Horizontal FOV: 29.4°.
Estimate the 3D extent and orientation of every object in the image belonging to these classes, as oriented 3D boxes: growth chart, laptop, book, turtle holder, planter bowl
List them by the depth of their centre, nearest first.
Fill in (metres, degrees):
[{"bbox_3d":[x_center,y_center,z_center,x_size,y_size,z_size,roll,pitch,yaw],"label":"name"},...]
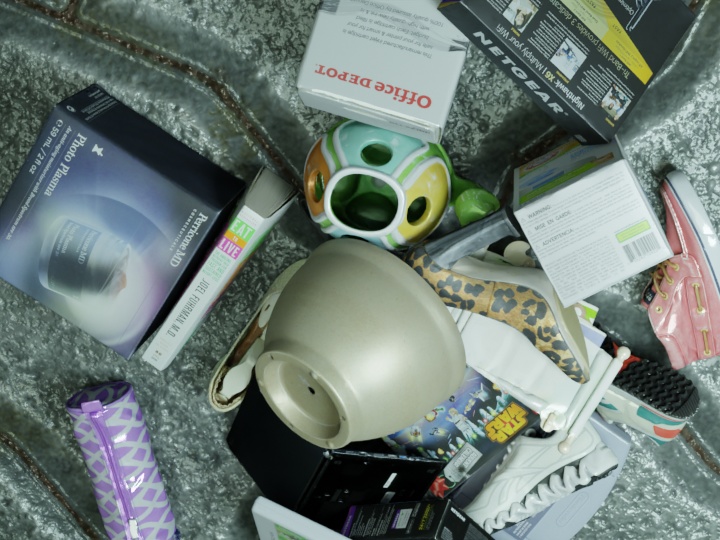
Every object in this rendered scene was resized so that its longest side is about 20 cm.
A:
[{"bbox_3d":[-0.017,0.088,1.337,0.200,0.135,0.200,29,143,26],"label":"planter bowl"},{"bbox_3d":[0.169,0.064,1.356,0.200,0.018,0.145,39,78,3],"label":"growth chart"},{"bbox_3d":[0.030,-0.073,1.364,0.185,0.132,0.141,38,109,-3],"label":"turtle holder"},{"bbox_3d":[-0.149,-0.002,1.418,0.048,0.134,0.200,35,110,-3],"label":"book"},{"bbox_3d":[-0.031,0.197,1.482,0.200,0.103,0.177,7,144,-15],"label":"laptop"}]

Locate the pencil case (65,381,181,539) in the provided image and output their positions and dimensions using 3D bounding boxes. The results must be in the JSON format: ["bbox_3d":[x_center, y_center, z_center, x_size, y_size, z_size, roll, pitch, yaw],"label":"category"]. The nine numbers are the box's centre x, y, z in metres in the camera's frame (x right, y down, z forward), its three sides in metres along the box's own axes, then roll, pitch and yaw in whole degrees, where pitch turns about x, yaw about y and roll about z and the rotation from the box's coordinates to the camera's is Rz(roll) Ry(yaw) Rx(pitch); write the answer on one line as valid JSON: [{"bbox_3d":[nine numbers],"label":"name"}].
[{"bbox_3d":[-0.269,0.224,1.538,0.084,0.086,0.200,-13,104,12],"label":"pencil case"}]

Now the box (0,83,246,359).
[{"bbox_3d":[-0.259,-0.052,1.428,0.198,0.123,0.200,32,111,-3],"label":"box"}]

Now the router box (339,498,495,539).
[{"bbox_3d":[0.094,0.318,1.454,0.149,0.051,0.200,-14,131,45],"label":"router box"}]

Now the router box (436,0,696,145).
[{"bbox_3d":[0.193,-0.237,1.262,0.200,0.052,0.157,40,77,-19],"label":"router box"}]

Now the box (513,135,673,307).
[{"bbox_3d":[0.215,-0.057,1.297,0.112,0.200,0.101,-27,101,13],"label":"box"}]

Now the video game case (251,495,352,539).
[{"bbox_3d":[-0.020,0.323,1.479,0.200,0.022,0.182,23,154,14],"label":"video game case"}]

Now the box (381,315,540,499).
[{"bbox_3d":[0.104,0.133,1.431,0.137,0.040,0.200,46,124,3],"label":"box"}]

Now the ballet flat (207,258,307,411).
[{"bbox_3d":[-0.098,0.076,1.472,0.067,0.062,0.200,34,110,-2],"label":"ballet flat"}]

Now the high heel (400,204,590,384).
[{"bbox_3d":[0.128,0.045,1.334,0.143,0.071,0.200,-26,105,24],"label":"high heel"}]

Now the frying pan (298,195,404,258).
[{"bbox_3d":[-0.007,0.016,1.447,0.190,0.031,0.115,30,96,9],"label":"frying pan"}]

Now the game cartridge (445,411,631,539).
[{"bbox_3d":[0.194,0.226,1.483,0.133,0.041,0.200,37,110,1],"label":"game cartridge"}]

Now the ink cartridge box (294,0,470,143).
[{"bbox_3d":[0.036,-0.236,1.297,0.144,0.084,0.200,17,84,4],"label":"ink cartridge box"}]

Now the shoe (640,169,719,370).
[{"bbox_3d":[0.318,0.004,1.369,0.091,0.071,0.200,-22,107,10],"label":"shoe"}]

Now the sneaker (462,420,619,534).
[{"bbox_3d":[0.172,0.217,1.437,0.200,0.075,0.081,-34,76,23],"label":"sneaker"}]

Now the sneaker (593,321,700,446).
[{"bbox_3d":[0.247,0.115,1.419,0.200,0.070,0.093,30,142,14],"label":"sneaker"}]
